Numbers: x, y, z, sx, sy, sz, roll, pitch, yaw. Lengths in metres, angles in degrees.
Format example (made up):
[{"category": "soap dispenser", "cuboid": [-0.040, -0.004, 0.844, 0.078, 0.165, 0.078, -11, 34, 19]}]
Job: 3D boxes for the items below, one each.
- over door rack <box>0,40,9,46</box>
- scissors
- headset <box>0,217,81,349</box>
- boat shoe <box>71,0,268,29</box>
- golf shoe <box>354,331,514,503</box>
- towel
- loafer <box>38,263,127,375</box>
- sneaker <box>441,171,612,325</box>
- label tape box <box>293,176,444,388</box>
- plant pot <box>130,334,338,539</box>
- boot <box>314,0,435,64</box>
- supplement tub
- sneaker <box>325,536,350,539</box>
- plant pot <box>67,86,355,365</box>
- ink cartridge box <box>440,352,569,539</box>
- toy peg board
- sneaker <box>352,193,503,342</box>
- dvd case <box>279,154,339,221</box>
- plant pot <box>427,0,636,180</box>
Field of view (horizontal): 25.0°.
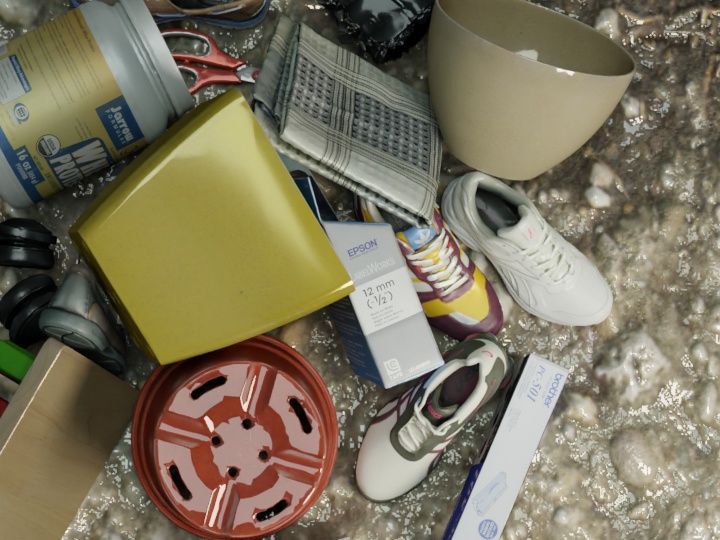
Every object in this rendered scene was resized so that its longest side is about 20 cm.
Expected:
[{"category": "over door rack", "cuboid": [-0.458, -0.219, 1.558, 0.199, 0.067, 0.148, -34, 84, -28]}, {"category": "scissors", "cuboid": [-0.113, -0.201, 1.605, 0.198, 0.014, 0.074, 2, 80, -1]}, {"category": "headset", "cuboid": [-0.308, 0.008, 1.539, 0.198, 0.094, 0.125, -17, 80, 17]}, {"category": "boat shoe", "cuboid": [-0.189, -0.281, 1.584, 0.198, 0.072, 0.073, 1, 81, -2]}, {"category": "golf shoe", "cuboid": [0.057, 0.138, 1.511, 0.077, 0.088, 0.200, 42, 102, 9]}, {"category": "towel", "cuboid": [-0.008, -0.147, 1.515, 0.199, 0.035, 0.193, 27, 40, -15]}, {"category": "loafer", "cuboid": [-0.242, 0.048, 1.470, 0.071, 0.200, 0.063, 14, 76, 2]}, {"category": "sneaker", "cuboid": [0.160, -0.019, 1.546, 0.199, 0.099, 0.078, 38, 82, 3]}, {"category": "label tape box", "cuboid": [0.000, 0.000, 1.493, 0.066, 0.143, 0.202, -20, 96, -10]}, {"category": "plant pot", "cuboid": [-0.110, 0.153, 1.450, 0.199, 0.195, 0.203, 0, 87, -6]}, {"category": "boot", "cuboid": [0.029, -0.316, 1.599, 0.198, 0.073, 0.163, -44, 83, -1]}, {"category": "supplement tub", "cuboid": [-0.270, -0.163, 1.524, 0.199, 0.145, 0.146, -28, 84, -4]}, {"category": "sneaker", "cuboid": [-0.096, 0.321, 1.500, 0.198, 0.073, 0.115, -10, 85, -4]}, {"category": "plant pot", "cuboid": [-0.148, -0.024, 1.434, 0.176, 0.200, 0.201, -32, 99, -12]}, {"category": "ink cartridge box", "cuboid": [0.132, 0.180, 1.518, 0.044, 0.094, 0.201, 24, 82, 1]}, {"category": "toy peg board", "cuboid": [-0.316, 0.156, 1.463, 0.097, 0.200, 0.200, 27, 81, 19]}, {"category": "sneaker", "cuboid": [0.063, -0.012, 1.546, 0.075, 0.090, 0.200, -42, 85, -8]}, {"category": "dvd case", "cuboid": [-0.115, -0.015, 1.573, 0.199, 0.022, 0.147, -30, 84, -5]}, {"category": "plant pot", "cuboid": [0.145, -0.166, 1.540, 0.199, 0.201, 0.135, 19, 115, 0]}]
